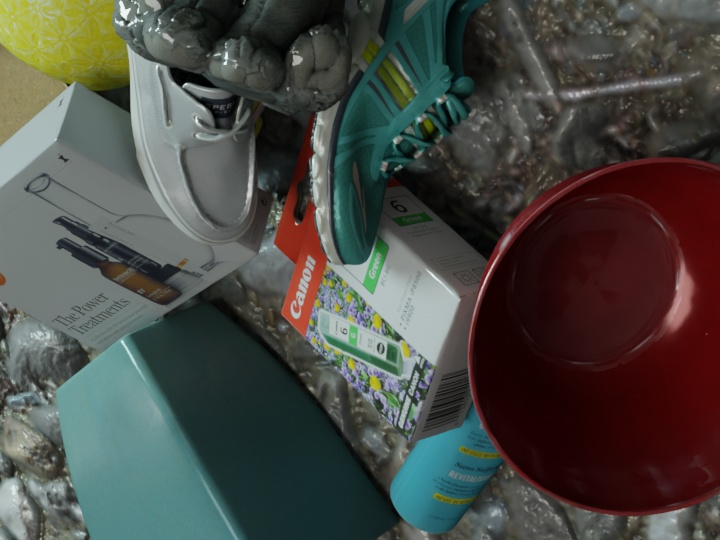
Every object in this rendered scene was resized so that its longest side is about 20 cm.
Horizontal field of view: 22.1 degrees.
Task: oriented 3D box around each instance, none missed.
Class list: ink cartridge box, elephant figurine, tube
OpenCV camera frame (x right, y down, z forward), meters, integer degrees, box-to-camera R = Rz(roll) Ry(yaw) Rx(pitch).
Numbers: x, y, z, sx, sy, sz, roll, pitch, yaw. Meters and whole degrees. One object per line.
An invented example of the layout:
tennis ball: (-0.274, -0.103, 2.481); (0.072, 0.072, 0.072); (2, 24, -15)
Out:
ink cartridge box: (0.000, 0.000, 1.130); (0.200, 0.050, 0.109); (43, 129, 34)
elephant figurine: (-0.036, -0.191, 0.967); (0.155, 0.141, 0.201); (19, 92, 63)
tube: (0.083, 0.084, 1.143); (0.200, 0.077, 0.051); (-59, 43, 37)

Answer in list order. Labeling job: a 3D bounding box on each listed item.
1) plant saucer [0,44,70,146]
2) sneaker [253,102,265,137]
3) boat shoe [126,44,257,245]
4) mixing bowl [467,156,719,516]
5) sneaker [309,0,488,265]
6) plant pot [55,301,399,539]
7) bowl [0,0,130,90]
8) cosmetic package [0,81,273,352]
plant saucer: (-0.238, -0.086, 1.281); (0.199, 0.035, 0.201); (20, 130, 25)
sneaker: (-0.082, -0.137, 1.142); (0.074, 0.081, 0.201); (35, 125, 16)
boat shoe: (-0.091, -0.107, 1.068); (0.068, 0.072, 0.201); (26, 125, 60)
mixing bowl: (0.145, 0.021, 1.016); (0.199, 0.108, 0.202); (-3, 109, -9)
sneaker: (0.023, -0.097, 1.054); (0.079, 0.077, 0.201); (17, 85, 14)
plant pot: (-0.106, 0.135, 1.244); (0.141, 0.141, 0.201); (-37, 82, 38)
bowl: (-0.191, -0.215, 1.121); (0.199, 0.107, 0.202); (-2, 86, 42)
cosmetic package: (-0.174, -0.028, 1.187); (0.150, 0.052, 0.200); (31, 143, -24)
